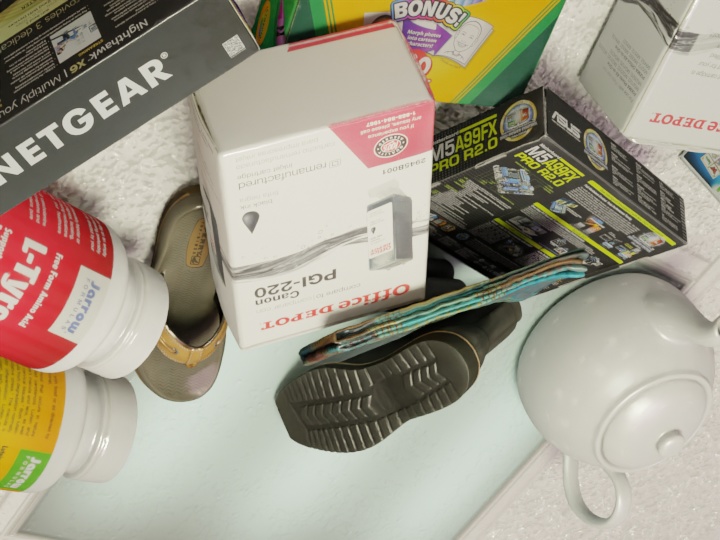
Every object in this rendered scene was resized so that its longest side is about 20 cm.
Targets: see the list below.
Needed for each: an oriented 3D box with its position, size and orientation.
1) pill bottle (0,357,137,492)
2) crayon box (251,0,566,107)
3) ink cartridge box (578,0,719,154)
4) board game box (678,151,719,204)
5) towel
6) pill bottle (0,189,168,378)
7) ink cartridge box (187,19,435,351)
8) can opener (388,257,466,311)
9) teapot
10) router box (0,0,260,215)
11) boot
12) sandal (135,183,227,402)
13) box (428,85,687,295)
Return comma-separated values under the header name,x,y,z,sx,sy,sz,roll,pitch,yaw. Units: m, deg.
name,x,y,z,sx,sy,sz,roll,pitch,yaw
pill bottle,-0.266,0.098,0.952,0.199,0.111,0.111,16,120,-36
crayon box,0.036,-0.181,0.895,0.198,0.058,0.119,1,129,-28
ink cartridge box,0.272,-0.194,0.986,0.144,0.084,0.201,4,127,-30
board game box,0.357,-0.071,1.056,0.126,0.201,0.034,-46,136,17
towel,0.059,0.031,0.993,0.198,0.022,0.147,-18,175,-14
pill bottle,-0.229,0.000,0.884,0.112,0.113,0.199,-45,134,16
ink cartridge box,-0.031,-0.051,0.888,0.144,0.085,0.201,-15,144,-12
can opener,0.000,0.000,1.042,0.198,0.053,0.067,9,125,-33
teapot,0.245,0.114,1.203,0.196,0.147,0.200,-31,137,3
router box,-0.172,-0.131,0.763,0.199,0.158,0.052,-31,136,3
boot,0.038,0.085,1.128,0.199,0.138,0.078,-17,100,34
sandal,-0.125,0.028,1.002,0.081,0.055,0.201,0,128,-27
box,0.132,-0.052,1.019,0.159,0.045,0.199,-22,144,37
